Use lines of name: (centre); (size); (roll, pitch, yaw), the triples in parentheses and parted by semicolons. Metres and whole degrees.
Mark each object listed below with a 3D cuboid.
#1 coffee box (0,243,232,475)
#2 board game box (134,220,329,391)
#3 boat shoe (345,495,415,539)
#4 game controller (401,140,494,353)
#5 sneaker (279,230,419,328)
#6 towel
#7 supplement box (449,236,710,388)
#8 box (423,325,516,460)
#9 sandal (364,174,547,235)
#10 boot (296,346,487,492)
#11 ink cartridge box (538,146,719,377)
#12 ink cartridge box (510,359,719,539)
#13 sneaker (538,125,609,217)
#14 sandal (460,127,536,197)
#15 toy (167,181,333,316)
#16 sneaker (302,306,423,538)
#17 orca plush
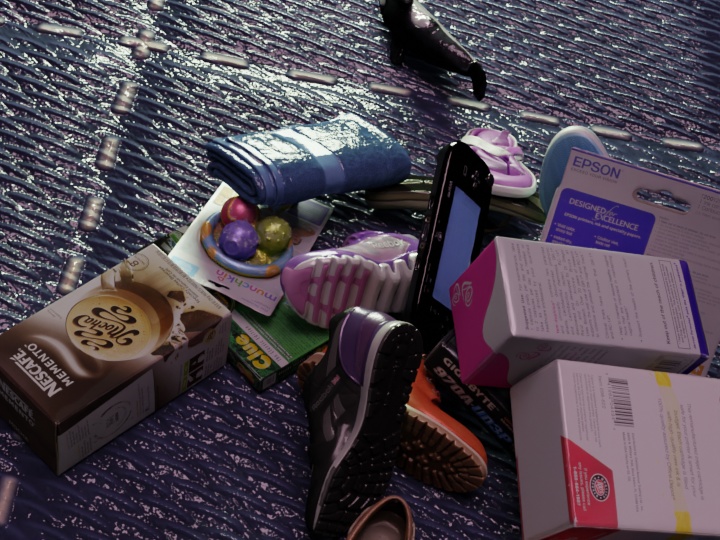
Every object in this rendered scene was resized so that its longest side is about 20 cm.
coffee box: (-0.228, 0.077, 1.313); (0.113, 0.080, 0.200); (39, 53, 23)
board game box: (-0.120, 0.026, 1.419); (0.105, 0.023, 0.200); (-27, 57, -33)
boat shoe: (-0.004, 0.267, 1.188); (0.076, 0.072, 0.200); (16, 47, 4)
game controller: (0.084, -0.019, 1.374); (0.042, 0.104, 0.201); (7, 75, 21)
sneaker: (0.000, 0.000, 1.419); (0.200, 0.081, 0.088); (-3, 37, -37)
towel: (-0.050, -0.113, 1.483); (0.200, 0.049, 0.112); (-12, 34, -39)
supplement box: (0.192, 0.046, 1.298); (0.199, 0.101, 0.104); (6, 59, -23)
box: (0.178, 0.104, 1.350); (0.200, 0.046, 0.159); (46, 53, 5)
sandal: (0.103, -0.064, 1.523); (0.200, 0.058, 0.080); (5, 18, 17)
boot: (0.051, 0.118, 1.337); (0.200, 0.075, 0.107); (35, 46, 22)
ink cartridge box: (0.270, -0.008, 1.406); (0.198, 0.200, 0.043); (18, 27, 5)
ink cartridge box: (0.239, 0.166, 1.262); (0.200, 0.083, 0.146); (9, 64, -24)
sneaker: (0.237, -0.081, 1.484); (0.079, 0.200, 0.131); (-1, 35, 21)
sandal: (0.139, -0.126, 1.538); (0.082, 0.050, 0.203); (3, 21, -5)
toy: (-0.104, -0.046, 1.443); (0.115, 0.047, 0.200); (24, 34, 4)
sneaker: (-0.014, 0.130, 1.272); (0.087, 0.200, 0.076); (20, 1, 41)
orca plush: (0.072, -0.259, 1.705); (0.200, 0.071, 0.105); (48, 12, 24)
